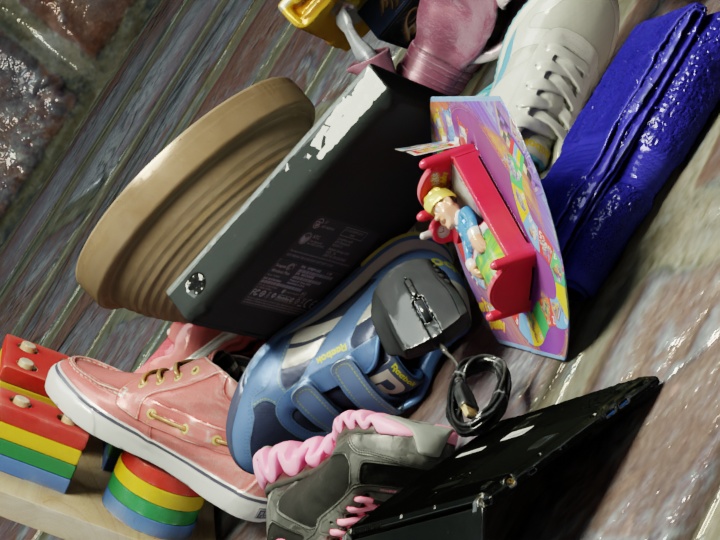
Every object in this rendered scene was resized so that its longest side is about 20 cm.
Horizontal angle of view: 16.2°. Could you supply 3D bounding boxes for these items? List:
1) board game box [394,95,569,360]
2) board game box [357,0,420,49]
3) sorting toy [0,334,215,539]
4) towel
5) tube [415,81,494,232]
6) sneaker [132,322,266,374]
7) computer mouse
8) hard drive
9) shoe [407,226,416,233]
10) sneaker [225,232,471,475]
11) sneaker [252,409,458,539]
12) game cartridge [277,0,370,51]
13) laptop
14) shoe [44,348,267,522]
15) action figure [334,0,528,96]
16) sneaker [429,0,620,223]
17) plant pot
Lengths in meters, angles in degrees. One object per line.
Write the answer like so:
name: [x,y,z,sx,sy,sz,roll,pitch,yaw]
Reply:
board game box: [0.065,-0.022,1.503,0.039,0.159,0.200,-17,8,-13]
board game box: [0.106,-0.247,1.935,0.200,0.135,0.035,-49,58,21]
sorting toy: [-0.191,0.129,1.844,0.200,0.197,0.070,-106,39,-72]
towel: [0.150,-0.074,1.550,0.201,0.049,0.148,-57,16,-10]
tube: [0.090,-0.105,1.802,0.077,0.051,0.200,-25,17,50]
sneaker: [-0.096,0.023,1.839,0.200,0.087,0.074,-37,-20,15]
computer mouse: [0.046,0.041,1.523,0.058,0.034,0.200,-28,28,-3]
hard drive: [-0.016,-0.038,1.624,0.200,0.033,0.139,-47,-29,17]
shoe: [0.000,0.000,1.746,0.070,0.053,0.201,47,122,46]
sneaker: [-0.008,0.065,1.649,0.200,0.074,0.082,-46,41,9]
sneaker: [-0.004,0.143,1.539,0.200,0.078,0.096,-30,49,59]
game cartridge: [0.024,-0.244,1.923,0.176,0.032,0.200,-48,-9,7]
laptop: [0.069,0.160,1.358,0.199,0.104,0.177,-33,4,-28]
shoe: [-0.125,0.088,1.767,0.071,0.199,0.092,-10,-54,-63]
action figure: [0.063,-0.148,1.861,0.149,0.133,0.201,39,105,38]
sneaker: [0.118,-0.105,1.691,0.201,0.076,0.081,-61,22,2]
plant pot: [-0.089,-0.028,1.714,0.201,0.093,0.201,-42,-10,-9]
